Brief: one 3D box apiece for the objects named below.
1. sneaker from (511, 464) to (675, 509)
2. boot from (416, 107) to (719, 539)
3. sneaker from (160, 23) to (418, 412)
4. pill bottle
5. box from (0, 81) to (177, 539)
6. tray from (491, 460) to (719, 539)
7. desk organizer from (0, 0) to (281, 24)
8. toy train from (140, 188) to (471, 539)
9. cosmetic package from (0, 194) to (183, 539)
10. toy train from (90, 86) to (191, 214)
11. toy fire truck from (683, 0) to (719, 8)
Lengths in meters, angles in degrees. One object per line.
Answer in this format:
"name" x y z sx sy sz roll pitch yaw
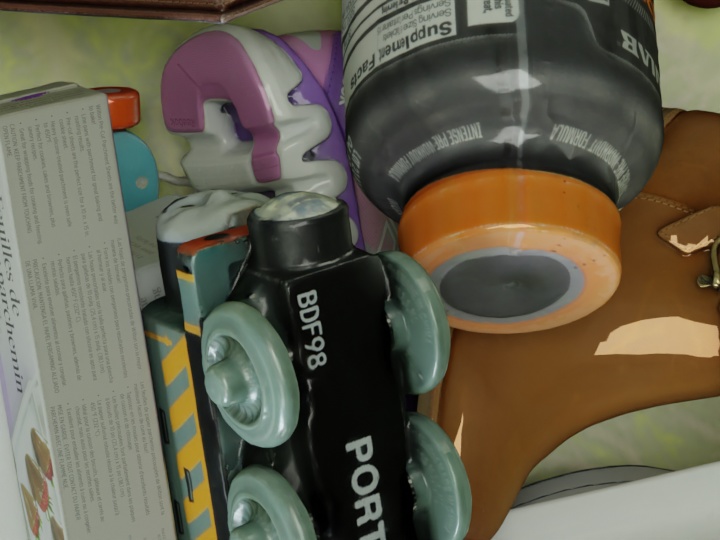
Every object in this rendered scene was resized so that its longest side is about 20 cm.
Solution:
"sneaker" 0.129 0.137 0.910 0.202 0.146 0.077 6 115 -1
"boot" 0.109 0.027 0.908 0.154 0.074 0.200 15 62 15
"sneaker" 0.000 0.000 0.949 0.088 0.080 0.201 -24 105 -39
"pill bottle" 0.046 -0.081 0.882 0.106 0.106 0.200 0 62 -2
"box" -0.090 0.041 0.845 0.041 0.039 0.200 -16 107 -26
"tray" 0.100 0.118 0.878 0.200 0.022 0.108 -15 51 16
"desk organizer" -0.106 -0.132 0.884 0.200 0.072 0.077 7 112 35
"toy train" -0.021 0.069 0.844 0.085 0.114 0.200 -19 109 -31
"cosmetic package" -0.126 0.057 0.893 0.200 0.074 0.102 -21 109 -22
"toy train" -0.131 0.026 0.956 0.200 0.056 0.150 -48 118 -12
"toy fire truck" 0.178 -0.169 0.948 0.199 0.112 0.168 9 107 -1
